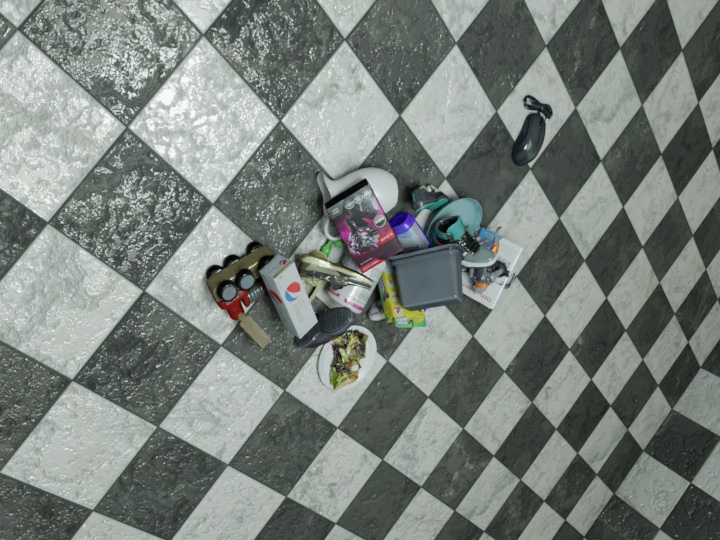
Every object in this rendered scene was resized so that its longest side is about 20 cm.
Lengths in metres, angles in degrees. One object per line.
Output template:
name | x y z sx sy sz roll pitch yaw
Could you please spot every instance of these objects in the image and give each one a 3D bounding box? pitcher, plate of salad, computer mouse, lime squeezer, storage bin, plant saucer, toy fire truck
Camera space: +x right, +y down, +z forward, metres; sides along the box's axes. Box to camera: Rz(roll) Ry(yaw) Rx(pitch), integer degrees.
pitcher | -0.007 -0.170 1.517 0.194 0.121 0.177 -8 112 -20
plate of salad | -0.031 0.258 1.708 0.195 0.048 0.207 -12 114 -28
computer mouse | 0.525 -0.415 1.808 0.135 0.052 0.206 11 102 -36
lime squeezer | -0.060 -0.052 1.547 0.199 0.072 0.037 -42 158 19
storage bin | 0.185 0.027 1.579 0.145 0.194 0.139 28 55 -66
plant saucer | 0.267 -0.130 1.733 0.195 0.028 0.204 -21 137 -20
toy fire truck | -0.259 0.067 1.452 0.173 0.128 0.204 -32 134 -19

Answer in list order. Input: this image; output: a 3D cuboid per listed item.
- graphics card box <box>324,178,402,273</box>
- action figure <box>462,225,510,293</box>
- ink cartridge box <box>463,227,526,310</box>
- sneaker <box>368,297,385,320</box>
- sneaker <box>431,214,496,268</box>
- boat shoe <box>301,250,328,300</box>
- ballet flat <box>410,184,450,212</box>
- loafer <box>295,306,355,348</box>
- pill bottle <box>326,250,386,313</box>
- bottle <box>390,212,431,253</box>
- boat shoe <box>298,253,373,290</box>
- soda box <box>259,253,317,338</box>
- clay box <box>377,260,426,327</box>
graphics card box | 0.010 -0.107 1.463 0.123 0.051 0.203 -28 116 3
action figure | 0.332 -0.028 1.731 0.104 0.194 0.200 -34 122 -62
ink cartridge box | 0.396 -0.002 1.816 0.204 0.143 0.083 -63 154 4
sneaker | 0.114 0.113 1.729 0.196 0.074 0.103 -23 118 -24
sneaker | 0.280 -0.088 1.626 0.084 0.195 0.123 -53 147 -31
boat shoe | -0.143 0.047 1.531 0.072 0.063 0.204 31 95 -4
ballet flat | 0.192 -0.204 1.649 0.198 0.071 0.075 -14 119 -58
loafer | -0.086 0.155 1.579 0.197 0.074 0.062 -28 146 27
pill bottle | 0.000 0.000 1.588 0.112 0.113 0.204 28 92 -37
bottle | 0.157 -0.067 1.669 0.201 0.082 0.066 53 49 -27
boat shoe | -0.063 0.017 1.495 0.194 0.073 0.067 20 91 -3
soda box | -0.170 0.064 1.424 0.068 0.063 0.204 -42 135 -27
clay box | 0.110 0.067 1.652 0.112 0.047 0.206 3 65 -33
